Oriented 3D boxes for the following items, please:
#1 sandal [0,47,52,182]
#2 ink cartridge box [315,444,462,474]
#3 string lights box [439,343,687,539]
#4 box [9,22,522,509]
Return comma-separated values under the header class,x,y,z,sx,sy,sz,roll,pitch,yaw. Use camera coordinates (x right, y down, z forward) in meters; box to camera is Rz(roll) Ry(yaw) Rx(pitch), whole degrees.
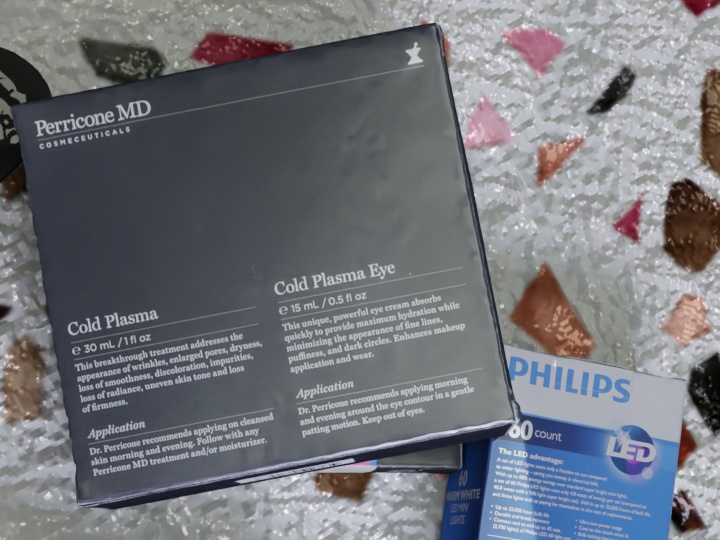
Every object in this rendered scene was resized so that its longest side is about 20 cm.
class,x,y,z,sx,sy,sz,roll,pitch,yaw
sandal,-0.216,-0.027,1.022,0.075,0.045,0.200,38,73,-8
ink cartridge box,0.000,0.000,1.092,0.094,0.037,0.201,1,79,-16
string lights box,0.093,0.145,1.085,0.102,0.059,0.201,12,79,-16
box,-0.042,0.002,1.010,0.199,0.104,0.183,-10,83,0
